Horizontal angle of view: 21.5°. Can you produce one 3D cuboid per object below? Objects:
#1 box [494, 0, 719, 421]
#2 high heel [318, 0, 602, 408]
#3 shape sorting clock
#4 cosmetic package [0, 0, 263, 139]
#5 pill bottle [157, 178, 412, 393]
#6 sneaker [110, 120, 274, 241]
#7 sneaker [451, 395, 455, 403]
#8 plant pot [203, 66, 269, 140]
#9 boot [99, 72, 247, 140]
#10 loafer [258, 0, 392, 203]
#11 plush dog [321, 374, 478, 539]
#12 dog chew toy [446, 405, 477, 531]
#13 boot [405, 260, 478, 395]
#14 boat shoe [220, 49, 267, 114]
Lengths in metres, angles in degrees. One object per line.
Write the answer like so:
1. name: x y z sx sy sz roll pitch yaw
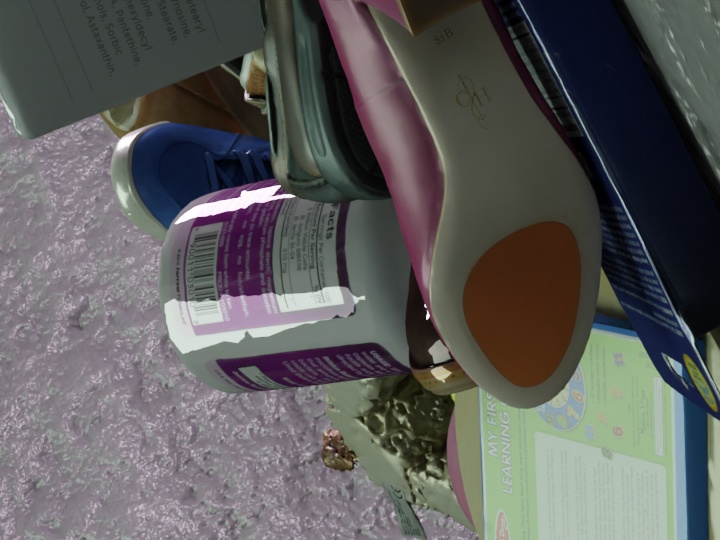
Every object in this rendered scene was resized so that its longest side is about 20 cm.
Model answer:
1. box: 0.085 -0.046 0.665 0.201 0.032 0.121 63 180 -6
2. high heel: 0.025 -0.049 0.641 0.201 0.067 0.096 66 172 -31
3. shape sorting clock: 0.104 0.084 0.807 0.199 0.039 0.202 18 114 49
4. cosmetic package: -0.104 -0.195 0.880 0.168 0.199 0.167 -117 6 -58
5. pill bottle: 0.000 0.000 0.983 0.112 0.199 0.113 15 -109 -51
6. sneaker: -0.044 -0.055 1.104 0.199 0.111 0.077 13 -113 -50
7. sneaker: 0.100 0.090 1.045 0.200 0.075 0.076 47 153 -2
8. plant pot: -0.033 -0.162 1.242 0.201 0.092 0.202 47 -156 -28
9. boot: -0.090 -0.060 1.197 0.200 0.066 0.176 31 -143 -55
10. loafer: -0.018 -0.123 0.676 0.063 0.071 0.202 -8 85 51
11. plush dog: 0.062 0.057 1.192 0.200 0.172 0.160 50 153 -5
12. dog chew toy: 0.125 0.113 0.902 0.200 0.124 0.125 49 171 48
13. boot: 0.027 -0.061 0.736 0.167 0.072 0.200 62 -156 -19
14. boat shoe: -0.039 -0.117 1.055 0.200 0.068 0.075 39 143 23
